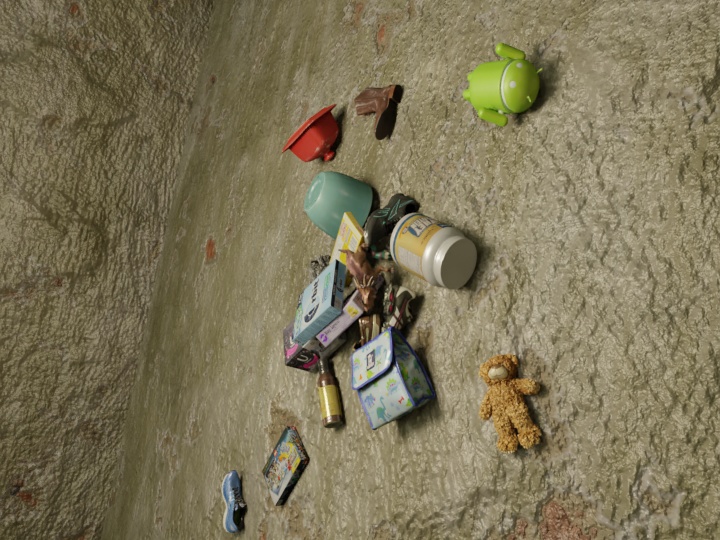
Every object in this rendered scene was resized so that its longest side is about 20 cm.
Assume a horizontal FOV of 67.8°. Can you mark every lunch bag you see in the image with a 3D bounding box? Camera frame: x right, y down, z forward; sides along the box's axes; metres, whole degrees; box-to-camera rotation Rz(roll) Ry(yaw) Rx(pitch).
[{"bbox_3d":[0.068,0.269,1.356,0.169,0.125,0.206,-37,68,36],"label":"lunch bag"}]

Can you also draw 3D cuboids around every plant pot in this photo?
[{"bbox_3d":[-0.080,-0.210,1.659,0.200,0.157,0.206,-41,36,38],"label":"plant pot"}]

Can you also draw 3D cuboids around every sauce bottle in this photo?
[{"bbox_3d":[-0.097,0.366,1.615,0.064,0.063,0.206,-39,49,36],"label":"sauce bottle"}]

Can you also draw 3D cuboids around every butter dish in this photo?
[{"bbox_3d":[-0.148,-0.453,1.881,0.197,0.149,0.201,-30,15,41],"label":"butter dish"}]

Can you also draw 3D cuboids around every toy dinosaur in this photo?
[{"bbox_3d":[0.000,0.000,1.434,0.201,0.134,0.087,47,124,14],"label":"toy dinosaur"}]

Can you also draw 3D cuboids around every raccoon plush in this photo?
[{"bbox_3d":[-0.100,0.046,1.731,0.134,0.094,0.205,44,142,34],"label":"raccoon plush"}]

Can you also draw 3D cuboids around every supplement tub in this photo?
[{"bbox_3d":[0.179,-0.048,1.330,0.198,0.141,0.150,31,102,50],"label":"supplement tub"}]

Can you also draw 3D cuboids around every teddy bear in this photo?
[{"bbox_3d":[0.308,0.277,1.128,0.142,0.065,0.209,-13,70,46],"label":"teddy bear"}]

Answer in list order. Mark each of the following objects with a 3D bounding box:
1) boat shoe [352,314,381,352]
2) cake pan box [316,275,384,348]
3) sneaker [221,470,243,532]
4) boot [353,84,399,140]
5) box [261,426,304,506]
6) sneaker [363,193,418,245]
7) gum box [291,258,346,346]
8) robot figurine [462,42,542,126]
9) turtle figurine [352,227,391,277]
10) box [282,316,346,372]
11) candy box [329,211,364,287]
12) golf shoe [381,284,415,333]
[{"bbox_3d":[0.013,0.215,1.469,0.075,0.071,0.211,-94,8,-73],"label":"boat shoe"},{"bbox_3d":[-0.026,0.105,1.532,0.184,0.052,0.201,-43,5,35],"label":"cake pan box"},{"bbox_3d":[-0.441,0.819,1.906,0.087,0.077,0.208,-19,72,38],"label":"sneaker"},{"bbox_3d":[0.034,-0.505,1.718,0.197,0.063,0.192,15,78,49],"label":"boot"},{"bbox_3d":[-0.244,0.632,1.735,0.204,0.037,0.137,-61,40,19],"label":"box"},{"bbox_3d":[0.084,-0.142,1.480,0.078,0.077,0.201,22,58,35],"label":"sneaker"},{"bbox_3d":[-0.118,0.093,1.526,0.199,0.044,0.174,-42,31,36],"label":"gum box"},{"bbox_3d":[0.338,-0.435,1.273,0.197,0.113,0.182,19,91,51],"label":"robot figurine"},{"bbox_3d":[0.021,-0.074,1.582,0.203,0.098,0.153,-57,39,32],"label":"turtle figurine"},{"bbox_3d":[-0.148,0.204,1.676,0.200,0.112,0.136,-45,40,34],"label":"box"},{"bbox_3d":[-0.039,-0.059,1.568,0.104,0.026,0.204,56,143,33],"label":"candy box"},{"bbox_3d":[0.096,0.138,1.430,0.078,0.084,0.207,-94,9,-62],"label":"golf shoe"}]
